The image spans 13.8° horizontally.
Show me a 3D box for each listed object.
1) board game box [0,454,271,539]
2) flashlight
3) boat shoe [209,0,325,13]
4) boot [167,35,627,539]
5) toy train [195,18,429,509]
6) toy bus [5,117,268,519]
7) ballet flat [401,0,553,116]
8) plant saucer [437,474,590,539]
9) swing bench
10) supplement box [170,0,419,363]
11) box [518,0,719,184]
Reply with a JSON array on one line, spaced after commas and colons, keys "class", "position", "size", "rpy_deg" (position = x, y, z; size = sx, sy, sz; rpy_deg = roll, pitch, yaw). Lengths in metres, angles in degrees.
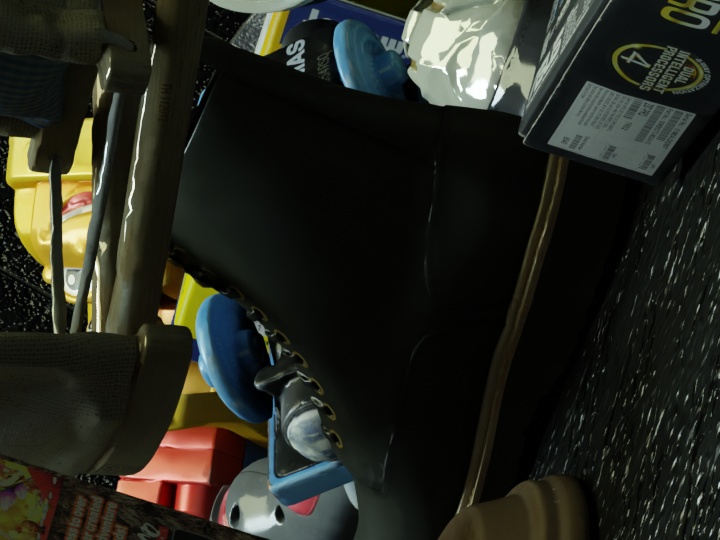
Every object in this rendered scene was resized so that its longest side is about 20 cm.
[{"class": "board game box", "position": [-0.095, 0.136, 0.771], "size": [0.160, 0.199, 0.097], "rpy_deg": [-79, 9, -59]}, {"class": "flashlight", "position": [-0.019, 0.077, 1.204], "size": [0.200, 0.067, 0.068], "rpy_deg": [109, 154, -60]}, {"class": "boat shoe", "position": [0.010, -0.139, 1.060], "size": [0.200, 0.062, 0.075], "rpy_deg": [-24, 74, 51]}, {"class": "boot", "position": [-0.012, 0.026, 0.925], "size": [0.078, 0.137, 0.201], "rpy_deg": [-82, 10, -65]}, {"class": "toy train", "position": [0.000, 0.000, 1.055], "size": [0.086, 0.114, 0.201], "rpy_deg": [-24, 42, 21]}, {"class": "toy bus", "position": [-0.087, 0.037, 1.416], "size": [0.200, 0.135, 0.193], "rpy_deg": [31, -114, -55]}, {"class": "ballet flat", "position": [0.047, -0.069, 1.006], "size": [0.200, 0.073, 0.074], "rpy_deg": [-99, 27, -79]}, {"class": "plant saucer", "position": [0.017, 0.149, 0.808], "size": [0.200, 0.029, 0.201], "rpy_deg": [-161, 90, -85]}, {"class": "swing bench", "position": [-0.153, -0.031, 0.854], "size": [0.130, 0.198, 0.202], "rpy_deg": [-148, 62, -70]}, {"class": "supplement box", "position": [0.002, -0.054, 1.232], "size": [0.109, 0.109, 0.201], "rpy_deg": [-78, 7, -50]}, {"class": "box", "position": [0.100, -0.133, 0.751], "size": [0.200, 0.049, 0.162], "rpy_deg": [118, 167, -65]}]
